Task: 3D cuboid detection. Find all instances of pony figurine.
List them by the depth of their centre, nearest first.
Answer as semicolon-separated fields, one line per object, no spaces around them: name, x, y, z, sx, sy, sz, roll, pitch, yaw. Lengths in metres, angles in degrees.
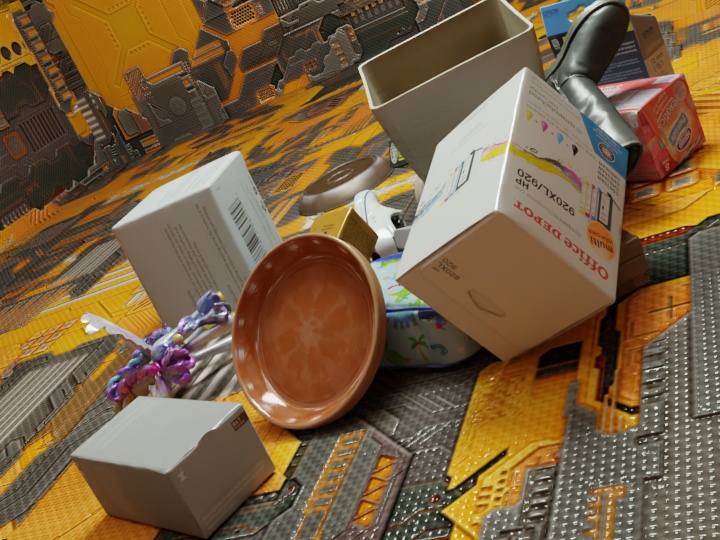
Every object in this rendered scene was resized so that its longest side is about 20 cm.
pony figurine;-0.240;0.108;1.171;0.199;0.167;0.193;-33;-13;-9

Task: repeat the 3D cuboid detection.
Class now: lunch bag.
lunch bag;0.066;0.034;1.018;0.198;0.083;0.160;-7;24;43

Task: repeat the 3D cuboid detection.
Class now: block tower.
block tower;0.231;-0.024;0.984;0.057;0.055;0.200;-26;18;-1

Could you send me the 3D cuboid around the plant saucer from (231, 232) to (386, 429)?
plant saucer;-0.054;0.063;0.982;0.198;0.203;0.032;-13;-19;35

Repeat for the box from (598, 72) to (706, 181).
box;0.320;-0.176;1.201;0.102;0.096;0.199;-36;21;-26

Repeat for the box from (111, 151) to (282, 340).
box;-0.230;-0.038;1.418;0.169;0.201;0.200;-22;17;14

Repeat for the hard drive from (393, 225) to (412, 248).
hard drive;0.153;-0.063;1.123;0.197;0.027;0.132;-15;5;-20

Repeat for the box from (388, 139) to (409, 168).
box;0.158;-0.179;1.349;0.197;0.045;0.160;-4;2;-18

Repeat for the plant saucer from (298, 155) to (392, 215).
plant saucer;-0.033;-0.165;1.758;0.198;0.032;0.201;-25;18;9

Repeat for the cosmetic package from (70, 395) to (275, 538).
cosmetic package;-0.191;0.191;0.942;0.198;0.091;0.107;-1;31;47

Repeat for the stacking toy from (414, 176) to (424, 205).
stacking toy;0.167;-0.118;1.258;0.199;0.086;0.085;-9;25;48

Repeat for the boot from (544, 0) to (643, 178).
boot;0.276;-0.198;1.088;0.201;0.072;0.183;-97;30;-53

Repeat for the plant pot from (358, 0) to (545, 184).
plant pot;0.129;-0.191;1.144;0.198;0.178;0.201;-26;25;8

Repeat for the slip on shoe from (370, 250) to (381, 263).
slip on shoe;0.000;0.000;1.208;0.061;0.075;0.200;-27;24;-4

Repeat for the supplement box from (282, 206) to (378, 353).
supplement box;-0.046;0.026;1.095;0.066;0.069;0.202;-9;52;43

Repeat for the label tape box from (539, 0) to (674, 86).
label tape box;0.350;-0.296;1.313;0.066;0.202;0.142;-36;21;-33

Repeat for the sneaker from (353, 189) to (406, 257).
sneaker;0.032;-0.062;1.352;0.070;0.074;0.201;-15;29;5

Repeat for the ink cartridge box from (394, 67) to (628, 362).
ink cartridge box;0.148;-0.051;0.890;0.144;0.146;0.202;-38;25;45
